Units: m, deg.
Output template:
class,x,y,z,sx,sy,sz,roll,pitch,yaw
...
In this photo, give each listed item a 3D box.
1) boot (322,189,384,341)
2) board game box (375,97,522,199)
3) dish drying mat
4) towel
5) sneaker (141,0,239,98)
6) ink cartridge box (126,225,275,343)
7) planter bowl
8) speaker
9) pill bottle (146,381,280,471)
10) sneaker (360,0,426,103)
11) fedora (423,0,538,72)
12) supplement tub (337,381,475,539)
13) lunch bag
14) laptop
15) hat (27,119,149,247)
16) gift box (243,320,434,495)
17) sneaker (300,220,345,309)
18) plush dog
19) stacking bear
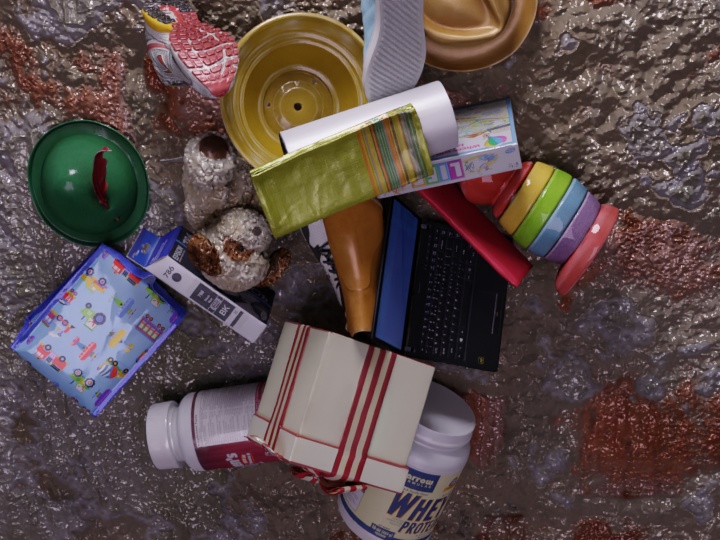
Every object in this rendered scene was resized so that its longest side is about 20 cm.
class,x,y,z,sx,sy,sz,roll,pitch,yaw
boot,-0.001,0.000,1.423,0.070,0.201,0.146,-6,70,10
board game box,0.091,-0.147,1.449,0.197,0.135,0.035,-11,120,10
dish drying mat,0.132,-0.061,1.490,0.200,0.077,0.018,46,119,3
towel,-0.018,-0.109,1.331,0.198,0.018,0.087,-23,113,-4
sneaker,-0.198,-0.248,1.409,0.077,0.200,0.083,-11,126,-24
ink cartridge box,-0.204,0.007,1.563,0.199,0.100,0.039,34,113,-13
planter bowl,-0.072,-0.202,1.448,0.197,0.083,0.204,0,90,-9
speaker,0.011,-0.150,1.375,0.197,0.081,0.082,-19,113,-5
pill bottle,-0.187,0.217,1.653,0.197,0.110,0.111,-9,114,8
sneaker,0.034,-0.284,1.368,0.073,0.082,0.202,-4,131,-16
fedora,0.112,-0.317,1.398,0.197,0.082,0.203,2,116,3
supplement tub,0.064,0.264,1.637,0.143,0.145,0.202,20,115,-5
lunch bag,-0.343,0.068,1.610,0.150,0.094,0.200,42,106,-17
laptop,0.105,0.019,1.483,0.197,0.103,0.180,11,80,-13
hat,-0.360,-0.087,1.487,0.163,0.177,0.203,3,115,3
gift box,-0.044,0.176,1.512,0.198,0.184,0.189,18,85,-19
sneaker,-0.011,-0.001,1.552,0.075,0.088,0.201,-32,107,19
plush dog,-0.164,-0.059,1.487,0.159,0.199,0.174,-19,71,39
stacking bear,0.209,-0.085,1.487,0.199,0.122,0.114,33,147,2
